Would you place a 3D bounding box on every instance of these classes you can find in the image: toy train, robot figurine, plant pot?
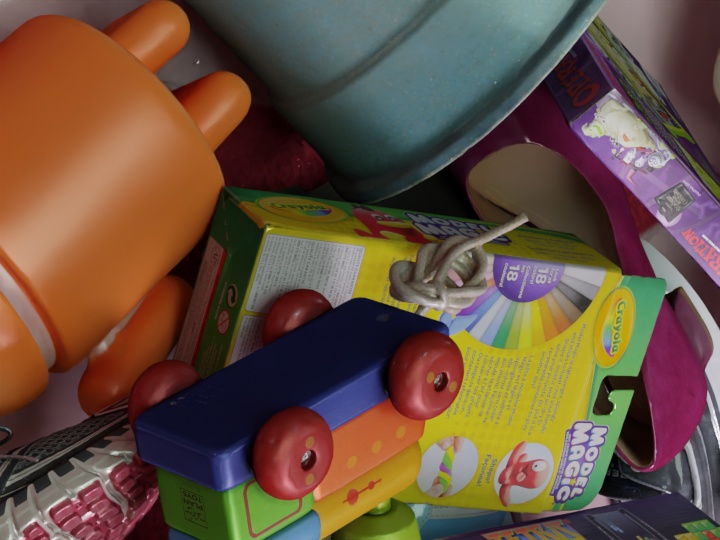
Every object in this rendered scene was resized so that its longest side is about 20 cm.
[{"bbox_3d":[0.007,0.067,1.115,0.200,0.085,0.116,-28,123,-38],"label":"toy train"},{"bbox_3d":[-0.133,-0.020,1.150,0.200,0.116,0.144,-45,141,-20],"label":"robot figurine"},{"bbox_3d":[-0.013,-0.167,1.178,0.196,0.200,0.200,41,73,-19],"label":"plant pot"}]

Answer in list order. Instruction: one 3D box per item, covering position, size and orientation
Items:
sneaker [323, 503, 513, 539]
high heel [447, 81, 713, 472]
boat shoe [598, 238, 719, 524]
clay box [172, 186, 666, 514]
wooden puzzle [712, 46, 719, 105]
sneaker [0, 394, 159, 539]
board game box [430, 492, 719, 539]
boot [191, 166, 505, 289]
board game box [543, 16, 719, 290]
[{"bbox_3d":[-0.015,0.119,1.259,0.200,0.079,0.131,-21,107,-38],"label":"sneaker"},{"bbox_3d":[0.085,-0.008,1.250,0.200,0.067,0.096,47,32,-11],"label":"high heel"},{"bbox_3d":[0.137,0.082,1.355,0.068,0.072,0.201,-30,116,-27],"label":"boat shoe"},{"bbox_3d":[0.023,0.036,1.192,0.199,0.048,0.115,7,109,-32],"label":"clay box"},{"bbox_3d":[0.255,-0.147,1.392,0.185,0.046,0.201,17,84,-46],"label":"wooden puzzle"},{"bbox_3d":[-0.153,0.090,1.098,0.200,0.081,0.075,-26,68,-22],"label":"sneaker"},{"bbox_3d":[0.066,0.188,1.259,0.200,0.057,0.166,-4,123,-47],"label":"board game box"},{"bbox_3d":[0.000,0.000,1.273,0.200,0.076,0.074,-9,57,-44],"label":"boot"},{"bbox_3d":[0.112,-0.073,1.255,0.032,0.200,0.120,-36,117,9],"label":"board game box"}]
